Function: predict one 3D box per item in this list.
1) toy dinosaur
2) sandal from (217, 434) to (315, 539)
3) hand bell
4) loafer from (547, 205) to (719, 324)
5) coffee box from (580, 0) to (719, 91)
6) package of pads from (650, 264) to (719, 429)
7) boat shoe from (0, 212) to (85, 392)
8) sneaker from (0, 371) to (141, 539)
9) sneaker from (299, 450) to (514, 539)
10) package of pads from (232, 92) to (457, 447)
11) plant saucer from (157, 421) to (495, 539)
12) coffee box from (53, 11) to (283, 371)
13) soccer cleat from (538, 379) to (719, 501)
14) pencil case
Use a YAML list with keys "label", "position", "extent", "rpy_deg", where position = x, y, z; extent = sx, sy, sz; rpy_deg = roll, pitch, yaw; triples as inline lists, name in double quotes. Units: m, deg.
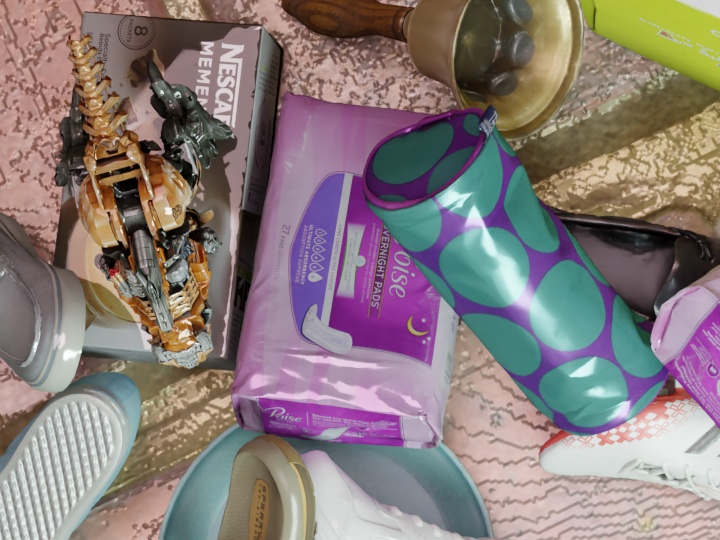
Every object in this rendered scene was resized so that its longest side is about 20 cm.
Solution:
- label: "toy dinosaur"
  position: [-0.118, -0.044, 1.585]
  extent: [0.102, 0.136, 0.200]
  rpy_deg: [2, 125, -7]
- label: "sandal"
  position: [-0.067, 0.191, 1.597]
  extent: [0.080, 0.054, 0.201]
  rpy_deg: [19, 110, 46]
- label: "hand bell"
  position: [0.025, -0.144, 1.671]
  extent: [0.200, 0.104, 0.104]
  rpy_deg: [18, 83, 47]
- label: "loafer"
  position: [0.166, 0.005, 1.664]
  extent: [0.200, 0.063, 0.072]
  rpy_deg: [14, 84, 9]
- label: "coffee box"
  position: [0.249, -0.202, 1.614]
  extent: [0.199, 0.200, 0.198]
  rpy_deg: [26, 86, 11]
- label: "package of pads"
  position: [0.271, 0.024, 1.600]
  extent: [0.200, 0.076, 0.121]
  rpy_deg: [-30, 72, -33]
- label: "boat shoe"
  position: [-0.217, 0.014, 1.651]
  extent: [0.071, 0.201, 0.070]
  rpy_deg: [10, 106, -28]
- label: "sneaker"
  position: [-0.192, 0.138, 1.694]
  extent: [0.074, 0.082, 0.200]
  rpy_deg: [46, 112, 0]
- label: "sneaker"
  position: [0.039, 0.172, 1.622]
  extent: [0.099, 0.078, 0.200]
  rpy_deg: [-39, 90, -9]
- label: "package of pads"
  position: [0.000, 0.000, 1.652]
  extent: [0.120, 0.076, 0.200]
  rpy_deg: [7, 68, 5]
- label: "plant saucer"
  position: [-0.019, 0.175, 1.673]
  extent: [0.199, 0.036, 0.201]
  rpy_deg: [0, 82, 3]
- label: "coffee box"
  position: [-0.115, -0.047, 1.699]
  extent: [0.113, 0.080, 0.201]
  rpy_deg: [6, 83, 9]
- label: "soccer cleat"
  position: [0.204, 0.105, 1.643]
  extent: [0.199, 0.069, 0.085]
  rpy_deg: [-10, 72, 1]
- label: "pencil case"
  position: [0.090, -0.001, 1.583]
  extent: [0.085, 0.200, 0.093]
  rpy_deg: [-14, 36, 41]
